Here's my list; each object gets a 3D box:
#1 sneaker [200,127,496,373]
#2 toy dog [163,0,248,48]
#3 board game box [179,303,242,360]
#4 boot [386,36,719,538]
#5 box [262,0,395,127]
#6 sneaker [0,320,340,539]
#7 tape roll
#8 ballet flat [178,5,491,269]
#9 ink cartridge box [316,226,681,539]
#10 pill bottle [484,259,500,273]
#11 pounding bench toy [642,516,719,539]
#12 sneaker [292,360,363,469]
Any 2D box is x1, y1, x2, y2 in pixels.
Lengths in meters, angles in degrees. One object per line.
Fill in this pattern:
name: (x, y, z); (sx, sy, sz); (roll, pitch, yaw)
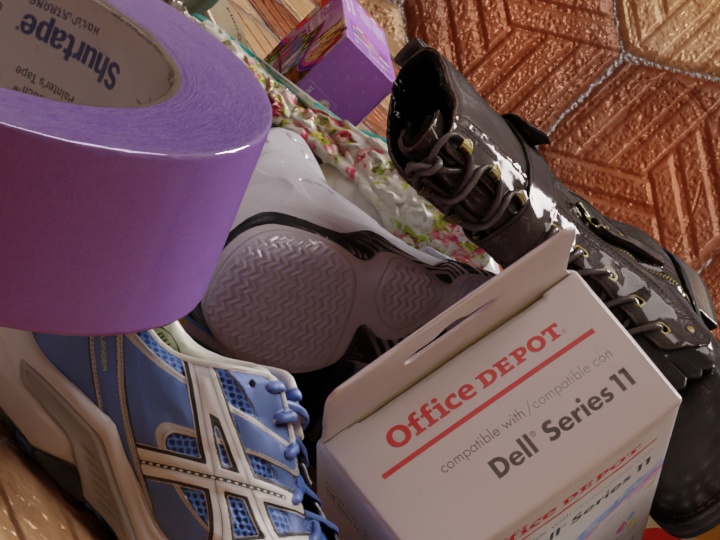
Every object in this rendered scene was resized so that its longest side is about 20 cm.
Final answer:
sneaker: (0.000, 0.000, 1.254); (0.200, 0.075, 0.115); (18, 24, -39)
toy dog: (-0.131, -0.131, 1.438); (0.096, 0.132, 0.200); (61, -6, 14)
board game box: (-0.120, -0.025, 1.249); (0.200, 0.034, 0.134); (52, 9, 36)
boot: (0.077, 0.004, 1.175); (0.174, 0.069, 0.200); (41, 15, -28)
box: (-0.045, -0.076, 1.532); (0.039, 0.137, 0.200); (45, 7, -10)
sneaker: (-0.043, 0.075, 0.990); (0.200, 0.077, 0.076); (48, 6, 2)
tape roll: (-0.131, -0.056, 0.944); (0.200, 0.066, 0.200); (20, 20, -7)
ballet flat: (-0.033, -0.044, 1.333); (0.200, 0.064, 0.076); (34, -37, 22)
ink cartridge box: (0.048, 0.076, 1.075); (0.067, 0.117, 0.200); (51, -15, 20)
pill bottle: (0.008, 0.002, 1.480); (0.112, 0.112, 0.200); (45, 4, -7)
pounding bench toy: (0.164, 0.168, 1.287); (0.200, 0.156, 0.124); (49, -22, 4)
sneaker: (-0.042, 0.032, 1.317); (0.087, 0.076, 0.200); (14, 26, -45)
